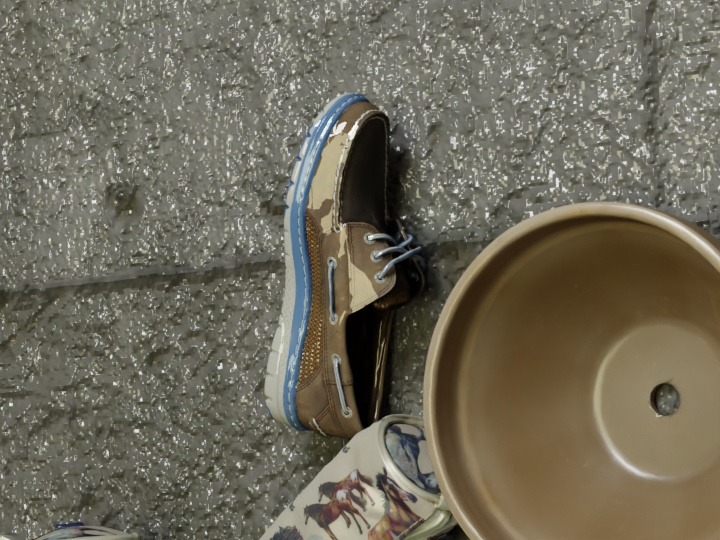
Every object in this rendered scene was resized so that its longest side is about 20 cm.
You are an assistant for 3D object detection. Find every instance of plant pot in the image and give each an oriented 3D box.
[{"bbox_3d":[0.139,0.067,0.966,0.200,0.093,0.202,-2,86,36],"label":"plant pot"}]

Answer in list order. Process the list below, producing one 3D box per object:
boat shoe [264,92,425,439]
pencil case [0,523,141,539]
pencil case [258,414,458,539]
[{"bbox_3d":[0.000,0.000,1.089,0.072,0.072,0.201,16,107,30],"label":"boat shoe"},{"bbox_3d":[-0.182,0.261,1.184,0.089,0.078,0.201,0,88,18],"label":"pencil case"},{"bbox_3d":[-0.013,0.166,1.076,0.200,0.078,0.090,-48,42,24],"label":"pencil case"}]
